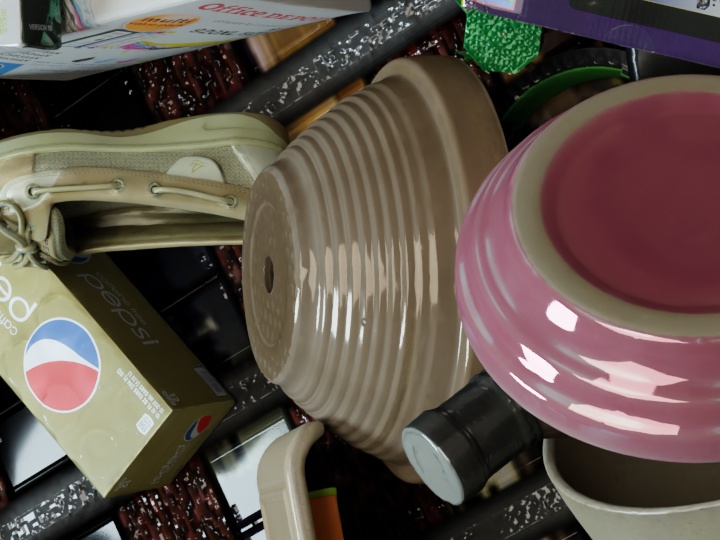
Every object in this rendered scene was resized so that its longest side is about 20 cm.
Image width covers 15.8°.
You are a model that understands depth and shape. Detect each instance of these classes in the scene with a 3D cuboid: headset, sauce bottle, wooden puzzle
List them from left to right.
[{"bbox_3d":[-0.019,0.176,1.254,0.037,0.185,0.201,-5,85,-7],"label":"wooden puzzle"},{"bbox_3d":[0.099,-0.006,1.241,0.123,0.094,0.200,28,90,29],"label":"headset"},{"bbox_3d":[0.103,0.027,1.116,0.065,0.200,0.065,45,157,26],"label":"sauce bottle"}]

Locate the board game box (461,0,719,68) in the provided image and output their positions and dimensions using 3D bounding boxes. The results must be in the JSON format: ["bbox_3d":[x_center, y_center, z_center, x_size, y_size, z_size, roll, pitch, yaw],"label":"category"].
[{"bbox_3d":[0.143,-0.192,1.099,0.165,0.057,0.201,15,109,12],"label":"board game box"}]

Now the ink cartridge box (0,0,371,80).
[{"bbox_3d":[-0.120,-0.184,1.299,0.199,0.147,0.145,-10,87,30],"label":"ink cartridge box"}]

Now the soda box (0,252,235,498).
[{"bbox_3d":[-0.162,0.025,1.381,0.200,0.064,0.068,47,113,20],"label":"soda box"}]

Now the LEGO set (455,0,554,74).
[{"bbox_3d":[0.093,-0.196,1.218,0.154,0.116,0.200,41,107,-4],"label":"LEGO set"}]

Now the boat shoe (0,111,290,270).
[{"bbox_3d":[-0.132,-0.030,1.315,0.200,0.073,0.063,-8,63,-3],"label":"boat shoe"}]

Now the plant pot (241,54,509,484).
[{"bbox_3d":[0.000,0.000,1.209,0.201,0.092,0.202,179,90,-74],"label":"plant pot"}]

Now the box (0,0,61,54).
[{"bbox_3d":[-0.213,-0.202,1.249,0.144,0.036,0.201,-1,93,30],"label":"box"}]

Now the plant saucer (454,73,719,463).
[{"bbox_3d":[0.137,-0.013,1.068,0.200,0.201,0.051,24,144,27],"label":"plant saucer"}]

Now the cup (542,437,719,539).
[{"bbox_3d":[0.197,0.102,1.124,0.200,0.200,0.144,-13,114,29],"label":"cup"}]

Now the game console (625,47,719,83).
[{"bbox_3d":[0.201,-0.140,1.143,0.176,0.031,0.201,-5,103,16],"label":"game console"}]
